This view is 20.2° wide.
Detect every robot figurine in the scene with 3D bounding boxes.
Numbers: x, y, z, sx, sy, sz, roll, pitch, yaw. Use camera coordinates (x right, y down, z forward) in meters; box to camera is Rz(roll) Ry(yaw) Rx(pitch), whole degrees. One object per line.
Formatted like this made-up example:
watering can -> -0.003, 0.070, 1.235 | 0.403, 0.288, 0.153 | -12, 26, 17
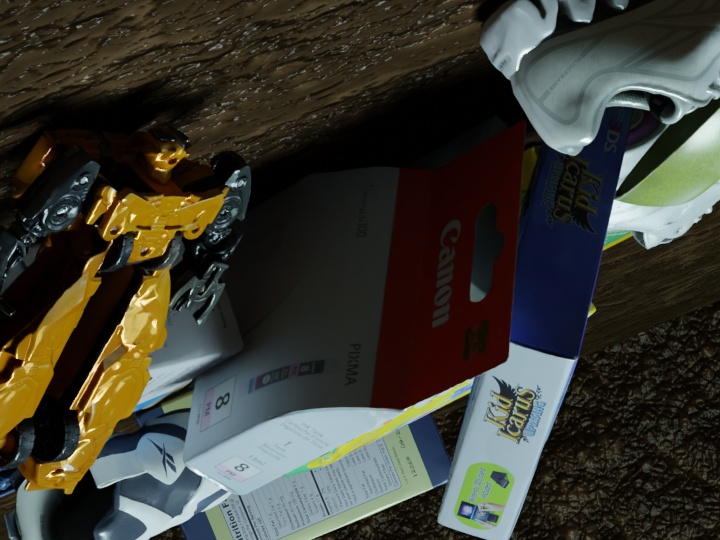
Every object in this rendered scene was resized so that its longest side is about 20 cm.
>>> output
robot figurine -> -0.130, 0.016, 0.876 | 0.145, 0.058, 0.200 | -2, 128, -52

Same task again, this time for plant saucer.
plant saucer -> 0.212, -0.100, 1.056 | 0.200, 0.031, 0.200 | -46, -179, 1

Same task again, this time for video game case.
video game case -> 0.097, 0.018, 1.108 | 0.045, 0.200, 0.181 | 16, 142, 2

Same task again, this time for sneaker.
sneaker -> 0.158, -0.116, 0.944 | 0.200, 0.081, 0.075 | -23, 170, -9
sneaker -> -0.174, 0.149, 1.160 | 0.199, 0.080, 0.130 | -30, 165, 34
sneaker -> 0.203, -0.071, 1.247 | 0.200, 0.075, 0.100 | -13, 128, -15

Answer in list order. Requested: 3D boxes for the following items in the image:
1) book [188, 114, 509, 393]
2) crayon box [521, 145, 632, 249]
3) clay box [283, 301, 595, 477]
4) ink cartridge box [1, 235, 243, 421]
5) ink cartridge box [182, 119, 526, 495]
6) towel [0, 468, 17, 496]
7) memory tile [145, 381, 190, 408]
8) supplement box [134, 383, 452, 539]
book -> 0.000, 0.000, 1.169 | 0.200, 0.048, 0.134 | -28, -149, 35
crayon box -> 0.106, -0.027, 1.409 | 0.172, 0.058, 0.200 | -29, 168, 30
clay box -> 0.039, 0.062, 1.271 | 0.200, 0.048, 0.115 | -24, 169, -21
ink cartridge box -> -0.186, 0.046, 1.041 | 0.200, 0.086, 0.146 | -15, 169, -45
ink cartridge box -> -0.006, 0.010, 1.056 | 0.057, 0.163, 0.200 | 30, 137, -27
towel -> -0.252, 0.127, 1.276 | 0.112, 0.049, 0.200 | -20, 177, -41
memory tile -> -0.124, 0.048, 1.336 | 0.153, 0.017, 0.200 | -36, 169, 13
supplement box -> -0.054, 0.123, 1.536 | 0.200, 0.134, 0.200 | -22, -176, -4
